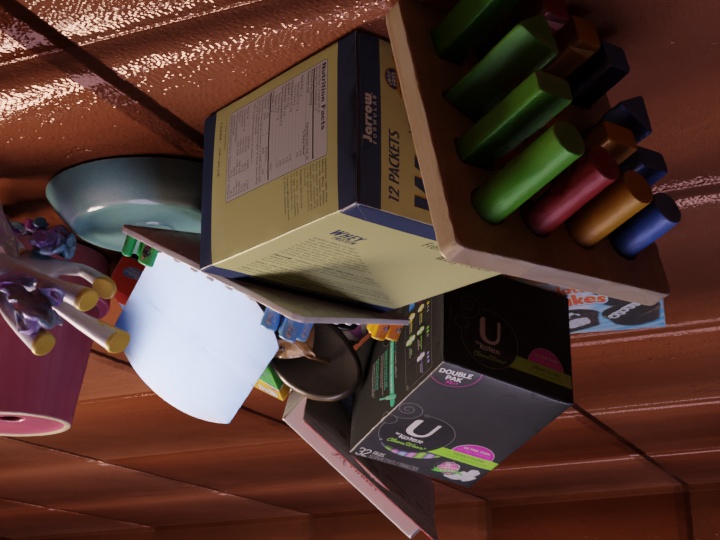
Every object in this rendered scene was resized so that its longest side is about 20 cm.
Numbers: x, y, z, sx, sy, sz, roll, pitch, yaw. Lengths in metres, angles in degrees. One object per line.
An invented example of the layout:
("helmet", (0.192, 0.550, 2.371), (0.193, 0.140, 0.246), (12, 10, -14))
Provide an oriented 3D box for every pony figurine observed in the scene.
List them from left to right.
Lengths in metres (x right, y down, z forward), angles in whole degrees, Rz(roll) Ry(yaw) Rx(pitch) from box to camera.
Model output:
("pony figurine", (-0.327, 0.005, 1.202), (0.199, 0.168, 0.192), (30, -167, 27))

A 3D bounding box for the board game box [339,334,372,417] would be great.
("board game box", (0.089, 0.109, 1.513), (0.200, 0.097, 0.159), (-44, 149, 10))

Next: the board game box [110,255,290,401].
("board game box", (-0.170, 0.065, 1.455), (0.198, 0.041, 0.153), (25, 163, 13))

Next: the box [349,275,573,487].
("box", (0.097, 0.105, 1.305), (0.147, 0.125, 0.200), (18, 141, -20))

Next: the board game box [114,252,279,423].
("board game box", (-0.161, 0.060, 1.345), (0.158, 0.039, 0.201), (38, 129, 4))

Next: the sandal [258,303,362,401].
("sandal", (-0.076, 0.049, 1.333), (0.081, 0.201, 0.055), (-34, 176, 3))

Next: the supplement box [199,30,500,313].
("supplement box", (0.008, -0.067, 1.049), (0.199, 0.136, 0.199), (13, 158, -38))

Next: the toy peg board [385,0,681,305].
("toy peg board", (0.138, -0.099, 0.885), (0.198, 0.202, 0.098), (12, 144, -35))

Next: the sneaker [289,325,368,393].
("sneaker", (-0.035, 0.098, 1.538), (0.198, 0.141, 0.078), (-7, -163, 19))

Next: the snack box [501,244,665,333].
("snack box", (0.204, 0.025, 1.330), (0.198, 0.037, 0.116), (-5, 150, 14))

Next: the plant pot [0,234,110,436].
("plant pot", (-0.367, 0.076, 1.401), (0.198, 0.181, 0.200), (0, 163, 0))

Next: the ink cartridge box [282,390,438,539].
("ink cartridge box", (0.000, 0.212, 1.438), (0.045, 0.200, 0.176), (-45, -172, 10))

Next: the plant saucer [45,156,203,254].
("plant saucer", (-0.197, -0.053, 1.245), (0.198, 0.036, 0.200), (-1, 162, 0))

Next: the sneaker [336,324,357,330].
("sneaker", (0.000, 0.000, 1.328), (0.076, 0.085, 0.200), (1, 153, -4))

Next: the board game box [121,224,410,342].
("board game box", (-0.082, 0.014, 1.161), (0.199, 0.026, 0.199), (25, -170, 27))
